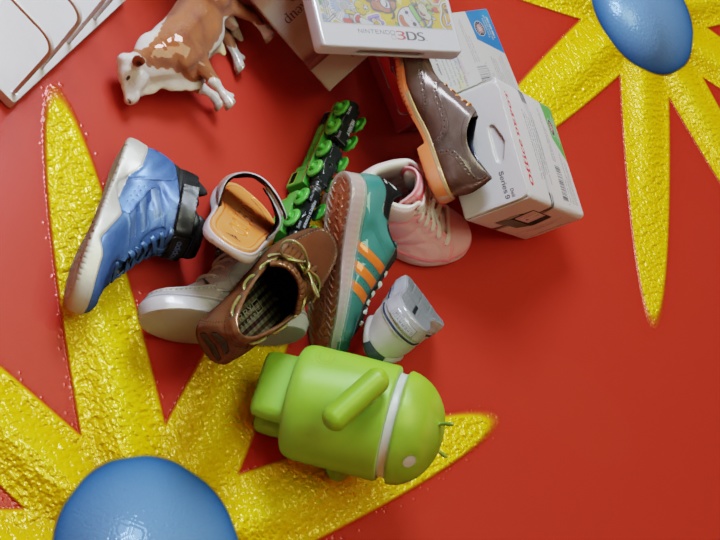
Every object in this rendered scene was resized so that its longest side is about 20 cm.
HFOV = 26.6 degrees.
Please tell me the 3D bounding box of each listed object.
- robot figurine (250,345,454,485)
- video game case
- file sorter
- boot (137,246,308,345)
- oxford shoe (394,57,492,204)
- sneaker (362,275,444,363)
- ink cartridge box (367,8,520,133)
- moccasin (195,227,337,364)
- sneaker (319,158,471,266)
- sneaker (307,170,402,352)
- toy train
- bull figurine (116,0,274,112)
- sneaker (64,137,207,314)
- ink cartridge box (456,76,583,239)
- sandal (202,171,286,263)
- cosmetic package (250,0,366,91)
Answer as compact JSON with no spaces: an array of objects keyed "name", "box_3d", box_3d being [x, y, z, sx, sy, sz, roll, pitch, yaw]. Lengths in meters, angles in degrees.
[{"name":"robot figurine","box_3d":[-0.006,0.143,1.508,0.198,0.176,0.116,14,62,7]},{"name":"video game case","box_3d":[0.010,-0.322,1.626,0.181,0.023,0.202,-3,71,-34]},{"name":"file sorter","box_3d":[-0.311,-0.290,1.494,0.139,0.124,0.200,46,52,-11]},{"name":"boot","box_3d":[-0.143,0.018,1.531,0.199,0.073,0.096,10,59,-43]},{"name":"oxford shoe","box_3d":[0.089,-0.177,1.660,0.071,0.072,0.202,0,72,-74]},{"name":"sneaker","box_3d":[0.037,0.054,1.611,0.073,0.071,0.200,54,10,5]},{"name":"ink cartridge box","box_3d":[0.083,-0.234,1.797,0.199,0.067,0.117,-14,79,-39]},{"name":"moccasin","box_3d":[-0.079,0.015,1.482,0.201,0.077,0.074,-37,100,-48]},{"name":"sneaker","box_3d":[0.063,-0.064,1.688,0.199,0.104,0.076,15,60,-32]},{"name":"sneaker","box_3d":[0.000,0.000,1.592,0.079,0.071,0.202,6,98,-30]},{"name":"toy train","box_3d":[-0.048,-0.105,1.653,0.042,0.056,0.201,43,51,-28]},{"name":"bull figurine","box_3d":[-0.175,-0.233,1.609,0.121,0.065,0.201,41,53,-19]},{"name":"sneaker","box_3d":[-0.210,-0.028,1.486,0.111,0.077,0.201,26,51,-14]},{"name":"ink cartridge box","box_3d":[0.172,-0.126,1.754,0.200,0.084,0.147,12,60,-64]},{"name":"sandal","box_3d":[-0.107,-0.061,1.520,0.079,0.059,0.207,34,13,-10]},{"name":"cosmetic package","box_3d":[-0.062,-0.304,1.664,0.200,0.103,0.087,47,7,-6]}]
